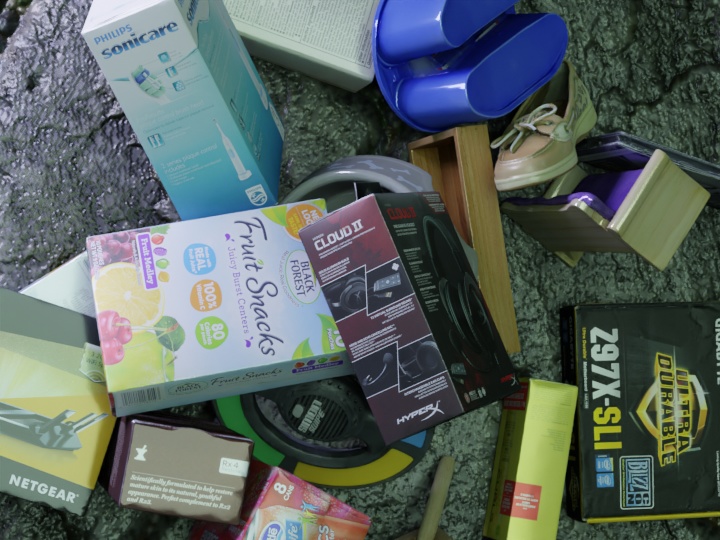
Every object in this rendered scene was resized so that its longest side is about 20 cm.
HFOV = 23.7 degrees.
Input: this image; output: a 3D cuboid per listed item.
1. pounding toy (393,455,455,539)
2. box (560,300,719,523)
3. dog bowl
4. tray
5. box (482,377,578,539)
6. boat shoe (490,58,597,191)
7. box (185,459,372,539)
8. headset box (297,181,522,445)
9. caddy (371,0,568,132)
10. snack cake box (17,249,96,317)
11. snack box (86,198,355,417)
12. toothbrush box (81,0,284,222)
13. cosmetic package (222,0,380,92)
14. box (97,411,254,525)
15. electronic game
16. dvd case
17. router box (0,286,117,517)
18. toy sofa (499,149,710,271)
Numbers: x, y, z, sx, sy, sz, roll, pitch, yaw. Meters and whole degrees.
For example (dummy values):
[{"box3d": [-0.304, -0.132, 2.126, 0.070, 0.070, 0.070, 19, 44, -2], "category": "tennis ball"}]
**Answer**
[{"box3d": [0.042, 0.282, 1.483, 0.199, 0.184, 0.143, -23, 104, -13], "category": "pounding toy"}, {"box3d": [0.270, 0.130, 1.600, 0.158, 0.049, 0.202, -1, 87, -11], "category": "box"}, {"box3d": [0.000, 0.000, 1.489, 0.198, 0.059, 0.202, 1, 94, 18], "category": "dog bowl"}, {"box3d": [0.092, -0.023, 1.538, 0.037, 0.098, 0.202, -7, 88, -24], "category": "tray"}, {"box3d": [0.150, 0.200, 1.555, 0.050, 0.075, 0.202, 11, 85, -12], "category": "box"}, {"box3d": [0.158, -0.127, 1.525, 0.073, 0.200, 0.063, -10, 111, 23], "category": "boat shoe"}, {"box3d": [-0.074, 0.221, 1.436, 0.095, 0.200, 0.100, 30, 81, -12], "category": "box"}, {"box3d": [0.038, 0.024, 1.365, 0.077, 0.149, 0.201, -24, 83, 22], "category": "headset box"}, {"box3d": [0.092, -0.209, 1.529, 0.200, 0.104, 0.142, -39, 114, -39], "category": "caddy"}, {"box3d": [-0.269, 0.071, 1.467, 0.199, 0.067, 0.116, -32, 96, -13], "category": "snack cake box"}, {"box3d": [-0.113, 0.028, 1.378, 0.198, 0.053, 0.143, -9, 63, -7], "category": "snack box"}, {"box3d": [-0.142, -0.156, 1.425, 0.085, 0.147, 0.201, -19, 120, 11], "category": "toothbrush box"}, {"box3d": [-0.073, -0.241, 1.526, 0.199, 0.073, 0.104, 19, 83, -11], "category": "cosmetic package"}, {"box3d": [-0.156, 0.158, 1.420, 0.099, 0.200, 0.076, 11, 85, -12], "category": "box"}, {"box3d": [-0.033, 0.115, 1.471, 0.199, 0.200, 0.042, 29, 43, -10], "category": "electronic game"}, {"box3d": [0.299, -0.084, 1.566, 0.198, 0.149, 0.016, 19, 87, -12], "category": "dvd case"}, {"box3d": [-0.295, 0.096, 1.398, 0.198, 0.052, 0.159, 18, 83, -12], "category": "router box"}, {"box3d": [0.211, -0.061, 1.519, 0.097, 0.200, 0.083, 38, 80, -14], "category": "toy sofa"}]
